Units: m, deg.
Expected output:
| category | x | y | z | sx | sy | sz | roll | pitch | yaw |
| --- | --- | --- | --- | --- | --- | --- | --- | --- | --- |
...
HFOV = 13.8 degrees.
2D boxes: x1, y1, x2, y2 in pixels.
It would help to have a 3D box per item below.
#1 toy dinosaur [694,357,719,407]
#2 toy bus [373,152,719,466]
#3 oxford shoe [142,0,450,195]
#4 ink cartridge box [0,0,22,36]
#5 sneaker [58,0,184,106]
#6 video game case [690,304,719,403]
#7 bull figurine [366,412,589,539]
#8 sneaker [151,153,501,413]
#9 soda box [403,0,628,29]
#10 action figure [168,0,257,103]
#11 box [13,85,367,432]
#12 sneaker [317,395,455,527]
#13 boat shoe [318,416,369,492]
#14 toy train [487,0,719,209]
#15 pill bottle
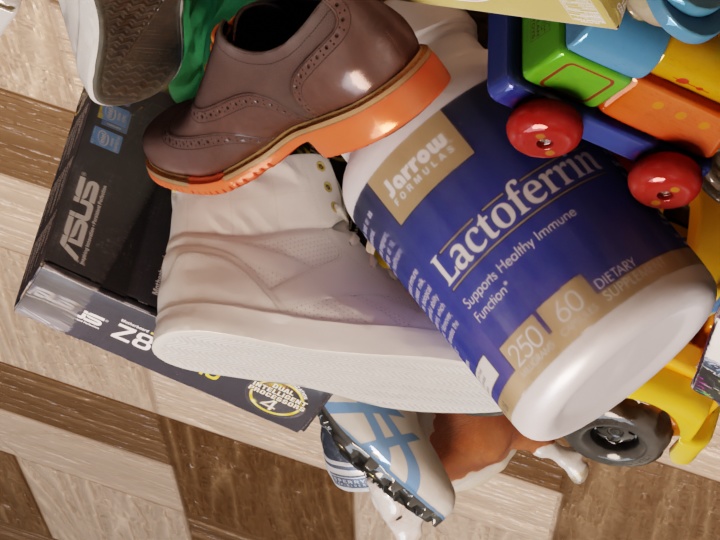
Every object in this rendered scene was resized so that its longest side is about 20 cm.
| category | x | y | z | sx | sy | sz | roll | pitch | yaw |
| --- | --- | --- | --- | --- | --- | --- | --- | --- | --- |
| toy dinosaur | 0.247 | 0.112 | 1.482 | 0.201 | 0.102 | 0.136 | 60 | 173 | 10 |
| toy bus | 0.127 | -0.008 | 1.517 | 0.199 | 0.136 | 0.192 | 21 | 147 | -12 |
| oxford shoe | -0.042 | -0.086 | 1.322 | 0.200 | 0.071 | 0.073 | -16 | 115 | 50 |
| ink cartridge box | -0.184 | -0.165 | 1.316 | 0.083 | 0.145 | 0.200 | 22 | 163 | -12 |
| sneaker | -0.113 | -0.165 | 1.373 | 0.073 | 0.085 | 0.200 | -12 | 151 | -22 |
| video game case | 0.239 | 0.067 | 1.260 | 0.199 | 0.036 | 0.181 | 26 | 171 | 8 |
| bull figurine | 0.071 | 0.058 | 1.643 | 0.121 | 0.201 | 0.065 | 13 | 178 | -35 |
| sneaker | 0.000 | 0.000 | 1.438 | 0.199 | 0.116 | 0.074 | 12 | 152 | -20 |
| soda box | 0.021 | -0.156 | 1.249 | 0.199 | 0.068 | 0.064 | 11 | 160 | 28 |
| action figure | -0.049 | -0.124 | 1.402 | 0.054 | 0.119 | 0.200 | -3 | 160 | -20 |
| box | -0.075 | -0.034 | 1.505 | 0.161 | 0.201 | 0.049 | 24 | 139 | -12 |
| sneaker | -0.005 | 0.044 | 1.567 | 0.200 | 0.072 | 0.072 | 56 | 175 | 3 |
| boat shoe | 0.033 | 0.037 | 1.716 | 0.071 | 0.200 | 0.091 | 0 | 120 | 28 |
| toy train | 0.164 | -0.084 | 1.320 | 0.199 | 0.085 | 0.116 | 21 | 147 | -30 |
| pill bottle | 0.063 | -0.030 | 1.383 | 0.200 | 0.116 | 0.116 | 51 | 170 | 16 |
